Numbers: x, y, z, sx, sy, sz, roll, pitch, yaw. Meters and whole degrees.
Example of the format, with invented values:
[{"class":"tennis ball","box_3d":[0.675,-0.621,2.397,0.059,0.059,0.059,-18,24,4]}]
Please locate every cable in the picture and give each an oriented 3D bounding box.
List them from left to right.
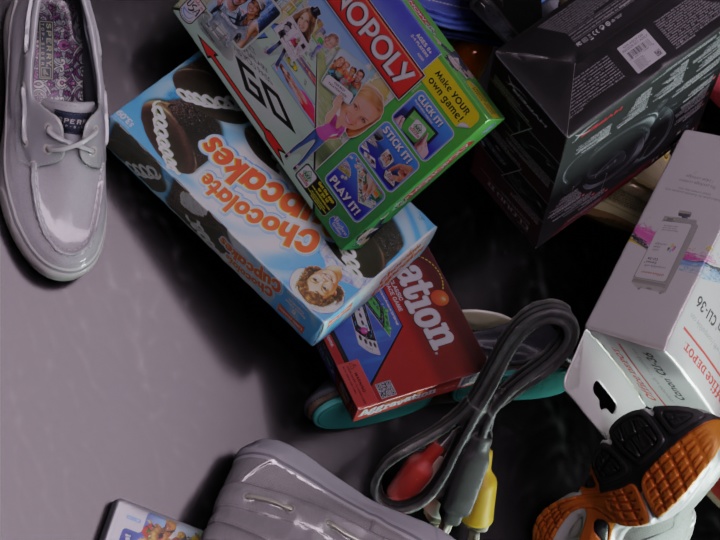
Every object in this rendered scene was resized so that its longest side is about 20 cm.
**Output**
[{"class":"cable","box_3d":[0.069,0.097,1.383,0.097,0.050,0.201,16,109,-15]}]

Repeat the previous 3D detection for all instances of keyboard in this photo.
[{"class":"keyboard","box_3d":[0.082,-0.210,1.428,0.104,0.040,0.200,48,24,-25]}]

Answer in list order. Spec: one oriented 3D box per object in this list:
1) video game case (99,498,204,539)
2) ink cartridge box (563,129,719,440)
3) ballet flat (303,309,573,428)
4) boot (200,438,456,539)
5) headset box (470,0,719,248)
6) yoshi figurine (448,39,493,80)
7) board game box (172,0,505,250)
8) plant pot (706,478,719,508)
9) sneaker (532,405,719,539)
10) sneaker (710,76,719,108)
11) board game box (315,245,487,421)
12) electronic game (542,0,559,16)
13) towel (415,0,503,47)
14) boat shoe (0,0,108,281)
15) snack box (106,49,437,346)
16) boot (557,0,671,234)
[{"class":"video game case","box_3d":[-0.091,0.250,1.358,0.199,0.018,0.144,24,72,-16]},{"class":"ink cartridge box","box_3d":[0.221,0.023,1.398,0.116,0.067,0.201,46,67,-47]},{"class":"ballet flat","box_3d":[0.049,0.062,1.432,0.199,0.073,0.074,-7,81,-19]},{"class":"boot","box_3d":[-0.010,0.198,1.359,0.199,0.074,0.096,30,51,-2]},{"class":"headset box","box_3d":[0.155,-0.110,1.363,0.148,0.200,0.077,-35,75,-13]},{"class":"yoshi figurine","box_3d":[-0.015,-0.163,1.429,0.199,0.112,0.113,27,80,-7]},{"class":"board game box","box_3d":[-0.017,-0.133,1.341,0.200,0.134,0.029,54,25,12]},{"class":"plant pot","box_3d":[0.325,0.096,1.474,0.177,0.200,0.201,-45,97,-12]},{"class":"sneaker","box_3d":[0.198,0.151,1.409,0.091,0.200,0.076,1,58,-31]},{"class":"sneaker","box_3d":[0.312,-0.097,1.555,0.199,0.074,0.087,30,78,-25]},{"class":"board game box","box_3d":[0.000,0.000,1.406,0.102,0.019,0.201,-15,62,-25]},{"class":"electronic game","box_3d":[0.192,-0.235,1.561,0.199,0.042,0.202,5,77,-21]},{"class":"towel","box_3d":[0.029,-0.228,1.429,0.144,0.024,0.200,3,45,-47]},{"class":"boat shoe","box_3d":[-0.193,-0.097,1.362,0.072,0.068,0.202,5,77,-21]},{"class":"snack box","box_3d":[-0.060,-0.057,1.388,0.200,0.037,0.116,43,58,10]},{"class":"boot","box_3d":[0.211,-0.102,1.506,0.199,0.073,0.156,18,90,-11]}]
